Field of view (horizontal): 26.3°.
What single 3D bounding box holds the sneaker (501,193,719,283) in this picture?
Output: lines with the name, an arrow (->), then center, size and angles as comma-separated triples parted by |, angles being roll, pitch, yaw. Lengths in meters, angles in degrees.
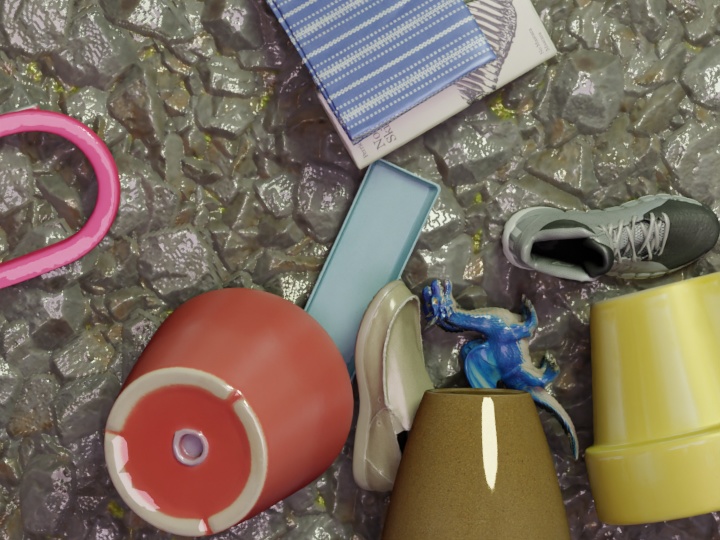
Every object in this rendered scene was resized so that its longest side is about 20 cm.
sneaker -> 0.228, -0.018, 1.348 | 0.198, 0.116, 0.076 | -5, 102, -1

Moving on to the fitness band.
fitness band -> -0.309, -0.062, 1.353 | 0.198, 0.037, 0.145 | -20, 102, 2

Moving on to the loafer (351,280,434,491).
loafer -> 0.037, 0.107, 1.378 | 0.068, 0.076, 0.202 | 13, 113, 27

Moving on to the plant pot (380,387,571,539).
plant pot -> 0.101, 0.204, 1.315 | 0.184, 0.186, 0.203 | 1, 90, -3

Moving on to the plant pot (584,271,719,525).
plant pot -> 0.284, 0.106, 1.346 | 0.199, 0.201, 0.191 | -13, 87, 0

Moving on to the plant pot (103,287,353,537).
plant pot -> -0.120, 0.127, 1.306 | 0.198, 0.177, 0.203 | 3, 101, 13

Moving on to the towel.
towel -> 0.007, -0.220, 1.301 | 0.144, 0.024, 0.201 | -30, 72, 2

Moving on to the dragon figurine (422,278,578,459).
dragon figurine -> 0.124, 0.087, 1.393 | 0.099, 0.059, 0.202 | -23, 101, 2

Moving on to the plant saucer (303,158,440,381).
plant saucer -> 0.000, 0.000, 1.387 | 0.069, 0.019, 0.202 | 23, 101, -13

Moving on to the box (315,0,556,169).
box -> 0.064, -0.173, 1.333 | 0.199, 0.068, 0.083 | -32, 102, 3
